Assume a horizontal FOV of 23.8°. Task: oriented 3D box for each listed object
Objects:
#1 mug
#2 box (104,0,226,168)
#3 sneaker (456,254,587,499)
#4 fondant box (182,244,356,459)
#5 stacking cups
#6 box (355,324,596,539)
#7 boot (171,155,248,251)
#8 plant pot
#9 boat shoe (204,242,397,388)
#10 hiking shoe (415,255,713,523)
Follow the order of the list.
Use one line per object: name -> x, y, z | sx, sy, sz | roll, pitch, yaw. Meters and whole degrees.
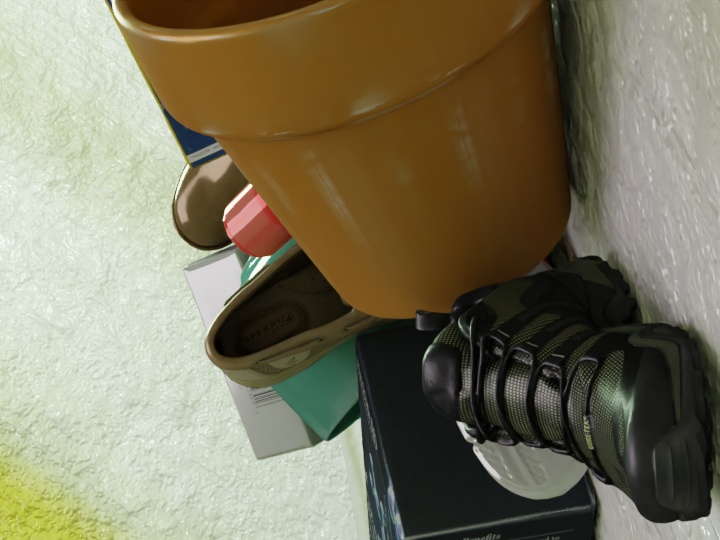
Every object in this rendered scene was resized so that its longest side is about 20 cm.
mug -> 0.003, 0.004, 1.087 | 0.114, 0.185, 0.152 | 44, -177, 8
box -> -0.100, -0.164, 0.938 | 0.201, 0.070, 0.064 | 64, -155, -11
sneaker -> 0.086, 0.031, 0.877 | 0.082, 0.077, 0.201 | 43, -151, -51
fondant box -> -0.023, 0.031, 1.232 | 0.200, 0.058, 0.145 | -27, -83, -53
stacking cups -> -0.007, -0.080, 0.950 | 0.200, 0.060, 0.061 | -37, 50, 33
box -> 0.064, 0.148, 0.998 | 0.149, 0.106, 0.201 | -104, 7, -45
boot -> -0.078, -0.086, 1.097 | 0.176, 0.066, 0.200 | -57, -1, 5
plant pot -> 0.012, -0.086, 0.791 | 0.201, 0.199, 0.184 | -108, -5, -58
boat shoe -> 0.000, 0.000, 0.974 | 0.071, 0.200, 0.065 | 53, 180, 11
hiking shoe -> 0.078, 0.054, 0.696 | 0.200, 0.100, 0.076 | -117, 17, -73
